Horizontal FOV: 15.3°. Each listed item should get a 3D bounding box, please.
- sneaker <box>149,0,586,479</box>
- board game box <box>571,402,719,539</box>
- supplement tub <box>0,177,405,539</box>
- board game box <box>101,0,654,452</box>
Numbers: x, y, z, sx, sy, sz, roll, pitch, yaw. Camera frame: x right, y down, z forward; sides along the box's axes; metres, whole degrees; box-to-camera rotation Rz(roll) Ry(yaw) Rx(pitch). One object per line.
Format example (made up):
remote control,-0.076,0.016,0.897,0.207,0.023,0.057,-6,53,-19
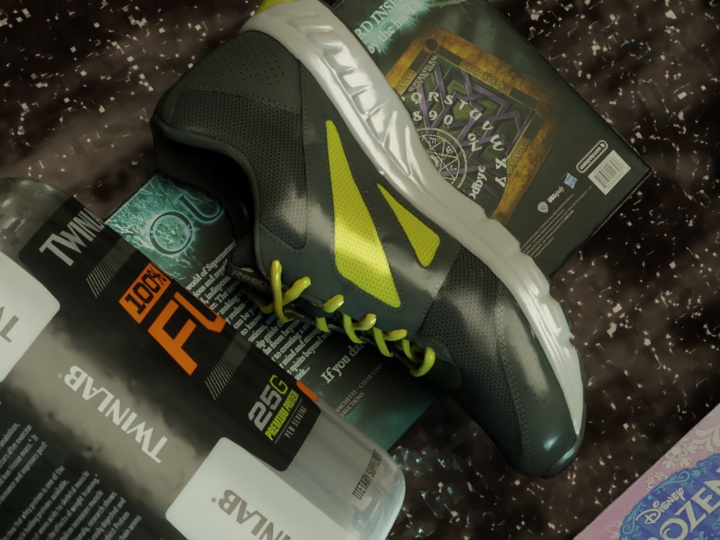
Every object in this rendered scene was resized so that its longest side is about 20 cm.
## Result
sneaker,0.000,0.000,0.947,0.084,0.075,0.200,-33,76,-20
board game box,0.202,0.104,0.923,0.200,0.041,0.199,-41,55,-16
supplement tub,-0.094,0.055,0.888,0.200,0.122,0.123,39,63,-5
board game box,0.002,-0.020,1.002,0.135,0.028,0.200,46,63,0
